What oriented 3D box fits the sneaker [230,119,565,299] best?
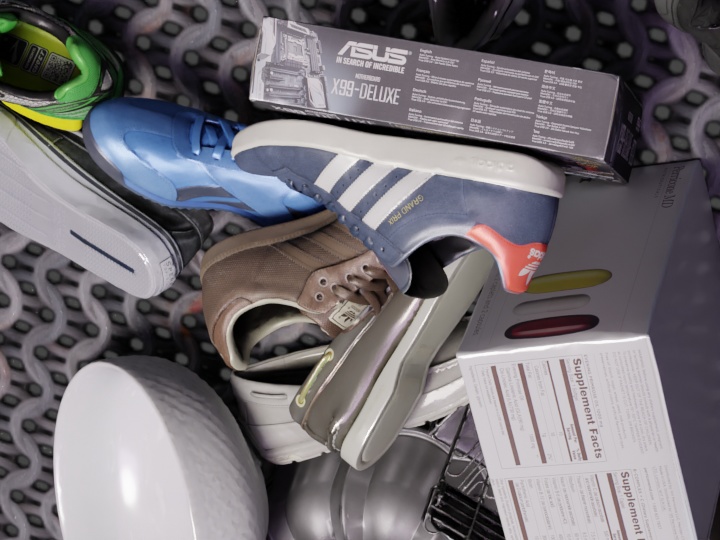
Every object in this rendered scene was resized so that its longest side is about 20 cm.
[{"bbox_3d":[0.012,-0.031,1.430,0.199,0.075,0.085,10,90,31],"label":"sneaker"}]

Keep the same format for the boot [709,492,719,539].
[{"bbox_3d":[0.253,0.207,1.647,0.200,0.074,0.075,44,133,-14],"label":"boot"}]

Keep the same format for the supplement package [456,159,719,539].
[{"bbox_3d":[0.143,0.055,1.502,0.110,0.200,0.156,-6,118,19],"label":"supplement package"}]

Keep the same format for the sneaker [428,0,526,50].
[{"bbox_3d":[0.071,-0.208,1.432,0.074,0.089,0.201,10,122,13],"label":"sneaker"}]

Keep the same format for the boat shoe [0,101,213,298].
[{"bbox_3d":[-0.177,-0.056,1.616,0.200,0.071,0.072,36,140,18],"label":"boat shoe"}]

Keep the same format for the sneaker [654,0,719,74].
[{"bbox_3d":[0.230,-0.119,1.406,0.104,0.200,0.060,32,88,26],"label":"sneaker"}]

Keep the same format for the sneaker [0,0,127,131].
[{"bbox_3d":[-0.236,-0.144,1.556,0.199,0.085,0.078,15,83,3],"label":"sneaker"}]

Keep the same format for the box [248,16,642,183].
[{"bbox_3d":[0.051,-0.093,1.466,0.199,0.158,0.050,10,89,11],"label":"box"}]

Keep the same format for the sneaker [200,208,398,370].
[{"bbox_3d":[0.000,0.000,1.506,0.199,0.076,0.070,-22,149,25],"label":"sneaker"}]

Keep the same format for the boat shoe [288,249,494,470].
[{"bbox_3d":[0.028,0.018,1.563,0.060,0.072,0.202,31,93,20],"label":"boat shoe"}]

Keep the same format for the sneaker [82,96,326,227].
[{"bbox_3d":[-0.063,-0.066,1.548,0.199,0.066,0.078,21,143,-18],"label":"sneaker"}]

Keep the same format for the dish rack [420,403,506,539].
[{"bbox_3d":[0.105,0.150,1.578,0.153,0.200,0.055,29,117,-2],"label":"dish rack"}]

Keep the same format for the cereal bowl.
[{"bbox_3d":[-0.118,0.149,1.679,0.200,0.083,0.201,22,117,53],"label":"cereal bowl"}]

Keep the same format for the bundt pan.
[{"bbox_3d":[0.016,0.198,1.699,0.201,0.076,0.203,11,126,15],"label":"bundt pan"}]

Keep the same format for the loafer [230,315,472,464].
[{"bbox_3d":[0.009,0.062,1.628,0.199,0.070,0.070,-21,111,23],"label":"loafer"}]
